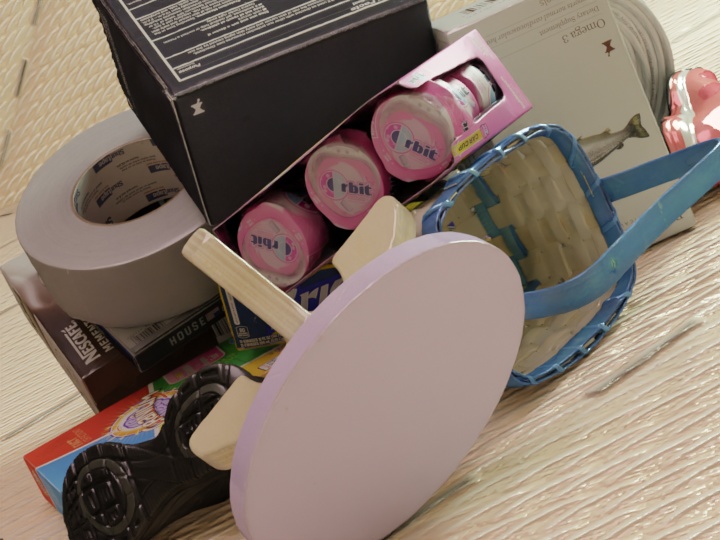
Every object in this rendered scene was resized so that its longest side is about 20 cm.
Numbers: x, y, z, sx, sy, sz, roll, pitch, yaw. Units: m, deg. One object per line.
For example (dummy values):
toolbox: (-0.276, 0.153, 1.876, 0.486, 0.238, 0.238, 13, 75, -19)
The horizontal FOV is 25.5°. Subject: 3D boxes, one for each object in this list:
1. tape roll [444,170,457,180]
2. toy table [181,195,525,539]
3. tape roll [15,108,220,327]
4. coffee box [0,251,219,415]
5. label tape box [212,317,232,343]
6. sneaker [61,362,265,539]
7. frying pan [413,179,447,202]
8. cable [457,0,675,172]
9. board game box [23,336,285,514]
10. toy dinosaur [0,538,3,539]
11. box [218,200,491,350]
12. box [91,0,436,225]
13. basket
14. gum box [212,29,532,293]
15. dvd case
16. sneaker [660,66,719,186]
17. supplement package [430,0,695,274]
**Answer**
tape roll: (-0.019, -0.061, 1.362, 0.202, 0.071, 0.202, 3, 31, -2)
toy table: (-0.013, 0.052, 0.873, 0.200, 0.184, 0.117, -42, 34, -10)
tape roll: (-0.168, -0.048, 1.255, 0.200, 0.066, 0.200, -13, 41, 12)
coffee box: (-0.207, 0.041, 1.328, 0.113, 0.080, 0.200, -31, 40, -14)
label tape box: (-0.082, 0.002, 1.460, 0.143, 0.066, 0.200, -20, 13, 22)
sneaker: (-0.110, 0.129, 1.011, 0.200, 0.076, 0.091, -33, -26, 31)
frying pan: (-0.012, -0.055, 1.248, 0.190, 0.031, 0.115, 3, 19, 18)
cable: (0.161, -0.141, 1.276, 0.069, 0.200, 0.200, 24, 79, 54)
board game box: (-0.139, 0.116, 1.170, 0.200, 0.040, 0.153, -30, 13, -18)
toy dinosaur: (-0.253, 0.203, 0.960, 0.136, 0.086, 0.200, -26, 16, -35)
box: (0.000, 0.000, 1.164, 0.200, 0.064, 0.070, -10, 34, 5)
box: (-0.070, -0.159, 1.193, 0.200, 0.123, 0.198, -23, 39, -12)
basket: (0.113, -0.014, 0.969, 0.176, 0.139, 0.200, -37, 9, -37)
gum box: (0.010, -0.069, 1.034, 0.200, 0.066, 0.113, -36, 2, 38)
dvd case: (-0.165, -0.009, 1.285, 0.150, 0.025, 0.200, -35, 41, -17)
sneaker: (0.283, -0.108, 1.229, 0.087, 0.074, 0.200, -7, 22, 16)
supplement package: (0.142, -0.107, 1.152, 0.117, 0.200, 0.117, -25, 13, -1)
